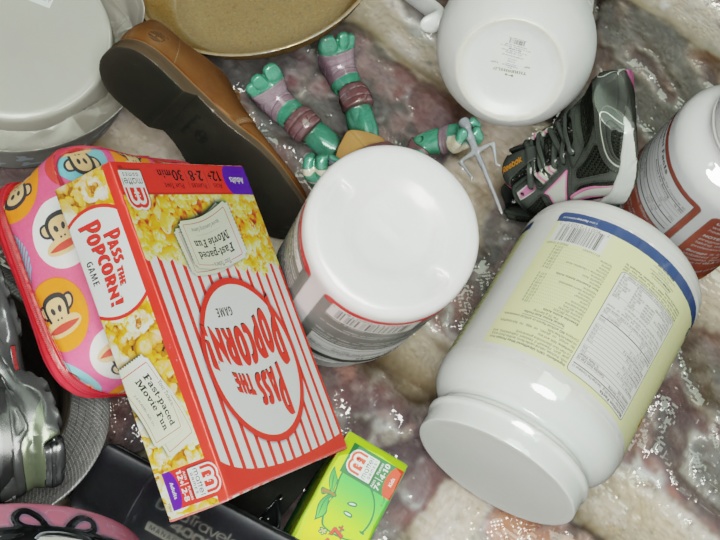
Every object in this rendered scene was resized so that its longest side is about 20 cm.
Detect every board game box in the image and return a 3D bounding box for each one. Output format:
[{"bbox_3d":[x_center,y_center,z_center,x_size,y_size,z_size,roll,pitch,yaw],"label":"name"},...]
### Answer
[{"bbox_3d":[-0.092,0.035,0.768,0.046,0.151,0.201,-23,84,24],"label":"board game box"},{"bbox_3d":[-0.044,0.213,0.831,0.047,0.102,0.200,31,65,-1],"label":"board game box"}]

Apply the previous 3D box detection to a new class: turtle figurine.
[{"bbox_3d":[0.006,-0.086,0.961,0.149,0.101,0.200,-22,63,-35],"label":"turtle figurine"}]

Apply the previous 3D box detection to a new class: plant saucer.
[{"bbox_3d":[-0.079,-0.233,1.002,0.199,0.036,0.201,-5,56,7],"label":"plant saucer"}]

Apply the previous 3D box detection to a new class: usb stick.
[{"bbox_3d":[-0.101,0.167,0.790,0.199,0.033,0.056,21,72,29],"label":"usb stick"}]

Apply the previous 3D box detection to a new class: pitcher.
[{"bbox_3d":[0.101,-0.196,0.997,0.171,0.122,0.200,10,30,6],"label":"pitcher"}]

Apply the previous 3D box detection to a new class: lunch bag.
[{"bbox_3d":[-0.139,0.013,0.841,0.082,0.200,0.177,-29,77,21],"label":"lunch bag"}]

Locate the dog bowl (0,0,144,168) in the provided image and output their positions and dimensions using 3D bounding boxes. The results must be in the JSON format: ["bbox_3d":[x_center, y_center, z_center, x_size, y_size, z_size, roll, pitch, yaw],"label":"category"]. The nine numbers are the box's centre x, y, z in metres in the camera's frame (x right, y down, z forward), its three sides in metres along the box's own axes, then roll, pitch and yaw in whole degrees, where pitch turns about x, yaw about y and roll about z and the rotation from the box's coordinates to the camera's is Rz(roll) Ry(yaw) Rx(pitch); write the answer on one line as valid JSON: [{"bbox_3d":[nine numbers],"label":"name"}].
[{"bbox_3d":[-0.260,-0.168,0.949,0.199,0.059,0.201,5,68,-13],"label":"dog bowl"}]

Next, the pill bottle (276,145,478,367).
[{"bbox_3d":[0.000,0.000,0.865,0.113,0.200,0.115,3,75,-12],"label":"pill bottle"}]

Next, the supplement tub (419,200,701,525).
[{"bbox_3d":[0.143,0.065,0.910,0.145,0.145,0.200,34,65,1],"label":"supplement tub"}]

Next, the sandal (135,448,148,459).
[{"bbox_3d":[-0.105,0.125,0.875,0.199,0.055,0.082,-27,78,-22],"label":"sandal"}]

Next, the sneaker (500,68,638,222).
[{"bbox_3d":[0.151,-0.077,0.944,0.086,0.200,0.081,2,63,-3],"label":"sneaker"}]

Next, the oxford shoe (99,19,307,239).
[{"bbox_3d":[-0.101,-0.107,0.940,0.200,0.071,0.071,49,39,-21],"label":"oxford shoe"}]

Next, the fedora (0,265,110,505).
[{"bbox_3d":[-0.263,0.089,0.831,0.200,0.090,0.177,44,65,8],"label":"fedora"}]

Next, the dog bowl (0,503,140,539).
[{"bbox_3d":[-0.209,0.207,0.749,0.199,0.201,0.074,0,53,-14],"label":"dog bowl"}]

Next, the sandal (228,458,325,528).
[{"bbox_3d":[-0.085,0.170,0.834,0.075,0.045,0.200,38,85,-25],"label":"sandal"}]

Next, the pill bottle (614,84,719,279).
[{"bbox_3d":[0.272,-0.072,0.965,0.112,0.200,0.113,5,68,-12],"label":"pill bottle"}]

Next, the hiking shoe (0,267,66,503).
[{"bbox_3d":[-0.253,0.051,0.756,0.100,0.076,0.201,-22,74,-24],"label":"hiking shoe"}]
